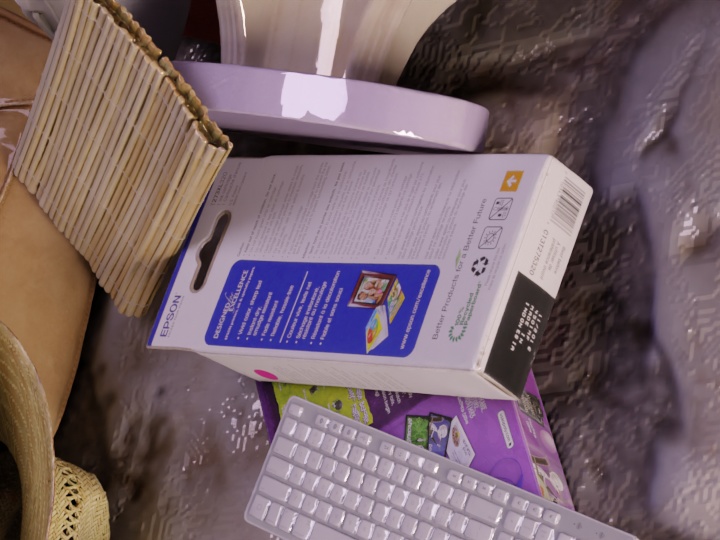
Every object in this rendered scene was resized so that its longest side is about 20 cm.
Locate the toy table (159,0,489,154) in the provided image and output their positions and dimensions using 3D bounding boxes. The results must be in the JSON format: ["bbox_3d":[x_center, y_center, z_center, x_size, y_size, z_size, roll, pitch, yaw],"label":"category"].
[{"bbox_3d":[-0.019,-0.115,1.219,0.199,0.183,0.118,10,90,43],"label":"toy table"}]

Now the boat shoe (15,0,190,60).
[{"bbox_3d":[-0.123,-0.130,1.268,0.065,0.200,0.072,19,82,12],"label":"boat shoe"}]

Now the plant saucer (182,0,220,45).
[{"bbox_3d":[-0.103,-0.220,1.395,0.199,0.037,0.201,14,78,25],"label":"plant saucer"}]

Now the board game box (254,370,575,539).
[{"bbox_3d":[0.025,0.092,1.165,0.120,0.032,0.201,-37,48,27],"label":"board game box"}]

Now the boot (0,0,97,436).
[{"bbox_3d":[-0.196,-0.035,1.356,0.174,0.066,0.201,18,77,4],"label":"boot"}]

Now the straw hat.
[{"bbox_3d":[-0.159,0.124,1.277,0.201,0.085,0.202,-22,61,46],"label":"straw hat"}]

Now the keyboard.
[{"bbox_3d":[0.028,0.102,1.132,0.200,0.011,0.056,20,82,46],"label":"keyboard"}]

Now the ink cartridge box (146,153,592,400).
[{"bbox_3d":[0.000,0.000,1.191,0.199,0.037,0.095,3,66,44],"label":"ink cartridge box"}]

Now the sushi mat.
[{"bbox_3d":[-0.107,-0.050,1.243,0.012,0.200,0.096,-35,81,-24],"label":"sushi mat"}]
